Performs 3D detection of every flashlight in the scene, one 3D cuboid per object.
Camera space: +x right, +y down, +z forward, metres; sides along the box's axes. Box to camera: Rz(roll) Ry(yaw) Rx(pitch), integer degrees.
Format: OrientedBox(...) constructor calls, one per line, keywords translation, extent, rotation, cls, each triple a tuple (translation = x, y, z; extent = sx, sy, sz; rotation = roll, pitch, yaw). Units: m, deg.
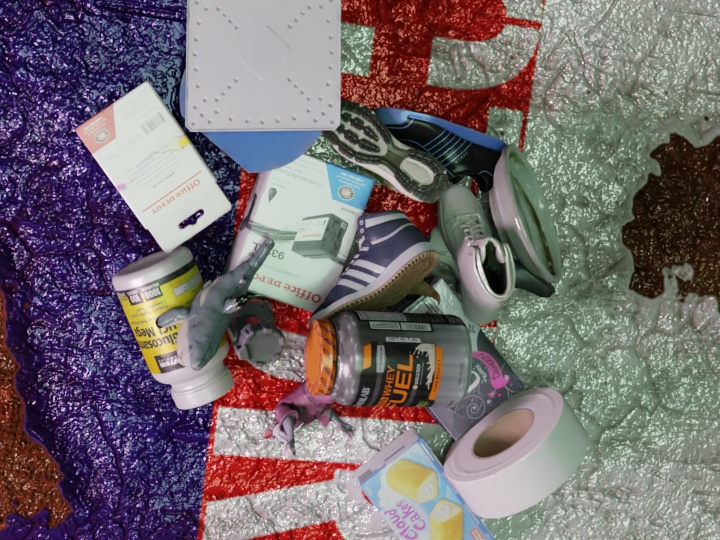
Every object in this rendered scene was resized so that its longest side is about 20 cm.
OrientedBox(translation=(-0.135, 0.078, 1.563), extent=(0.068, 0.200, 0.068), rotation=(27, 92, -16), cls="flashlight")

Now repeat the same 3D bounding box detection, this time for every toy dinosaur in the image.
OrientedBox(translation=(0.058, 0.005, 1.627), extent=(0.058, 0.199, 0.101), rotation=(39, 70, -46), cls="toy dinosaur")

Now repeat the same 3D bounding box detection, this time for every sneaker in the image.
OrientedBox(translation=(0.179, 0.003, 1.688), extent=(0.199, 0.074, 0.089), rotation=(28, 94, -3), cls="sneaker")
OrientedBox(translation=(0.161, -0.040, 1.582), extent=(0.073, 0.116, 0.201), rotation=(-10, 73, -14), cls="sneaker")
OrientedBox(translation=(0.106, -0.168, 1.643), extent=(0.199, 0.070, 0.078), rotation=(16, 91, -14), cls="sneaker")
OrientedBox(translation=(0.000, 0.000, 1.579), extent=(0.200, 0.109, 0.070), rotation=(-35, 149, 7), cls="sneaker")
OrientedBox(translation=(0.024, -0.153, 1.621), extent=(0.200, 0.089, 0.077), rotation=(38, 76, 0), cls="sneaker")

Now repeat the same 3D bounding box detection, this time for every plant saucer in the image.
OrientedBox(translation=(0.221, -0.073, 1.636), extent=(0.050, 0.200, 0.201), rotation=(-19, 104, 20), cls="plant saucer")

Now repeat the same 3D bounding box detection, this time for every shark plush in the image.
OrientedBox(translation=(-0.166, 0.048, 1.518), extent=(0.200, 0.083, 0.091), rotation=(-43, 111, -24), cls="shark plush")

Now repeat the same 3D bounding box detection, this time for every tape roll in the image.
OrientedBox(translation=(0.218, 0.254, 1.668), extent=(0.202, 0.202, 0.071), rotation=(-38, 104, -4), cls="tape roll")

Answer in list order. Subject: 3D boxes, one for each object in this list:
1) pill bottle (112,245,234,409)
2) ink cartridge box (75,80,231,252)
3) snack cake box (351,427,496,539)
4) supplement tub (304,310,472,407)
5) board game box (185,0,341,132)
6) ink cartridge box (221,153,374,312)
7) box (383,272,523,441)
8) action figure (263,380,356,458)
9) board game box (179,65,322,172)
OrientedBox(translation=(-0.244, 0.078, 1.584), extent=(0.112, 0.112, 0.201), rotation=(-23, 103, -8), cls="pill bottle")
OrientedBox(translation=(-0.271, -0.136, 1.568), extent=(0.116, 0.067, 0.200), rotation=(-34, 103, -5), cls="ink cartridge box")
OrientedBox(translation=(0.092, 0.345, 1.723), extent=(0.115, 0.067, 0.200), rotation=(-37, 104, -5), cls="snack cake box")
OrientedBox(translation=(0.034, 0.114, 1.523), extent=(0.199, 0.123, 0.123), rotation=(2, 98, -16), cls="supplement tub")
OrientedBox(translation=(-0.124, -0.277, 1.523), extent=(0.199, 0.026, 0.201), rotation=(0, 85, 4), cls="board game box")
OrientedBox(translation=(-0.085, -0.057, 1.612), extent=(0.145, 0.084, 0.201), rotation=(19, 95, -15), cls="ink cartridge box")
OrientedBox(translation=(0.112, 0.116, 1.666), extent=(0.132, 0.115, 0.200), rotation=(-39, 105, -3), cls="box")
OrientedBox(translation=(-0.070, 0.172, 1.642), extent=(0.200, 0.134, 0.149), rotation=(-38, 71, 21), cls="action figure")
OrientedBox(translation=(-0.137, -0.223, 1.554), extent=(0.200, 0.039, 0.158), rotation=(40, 89, 7), cls="board game box")
